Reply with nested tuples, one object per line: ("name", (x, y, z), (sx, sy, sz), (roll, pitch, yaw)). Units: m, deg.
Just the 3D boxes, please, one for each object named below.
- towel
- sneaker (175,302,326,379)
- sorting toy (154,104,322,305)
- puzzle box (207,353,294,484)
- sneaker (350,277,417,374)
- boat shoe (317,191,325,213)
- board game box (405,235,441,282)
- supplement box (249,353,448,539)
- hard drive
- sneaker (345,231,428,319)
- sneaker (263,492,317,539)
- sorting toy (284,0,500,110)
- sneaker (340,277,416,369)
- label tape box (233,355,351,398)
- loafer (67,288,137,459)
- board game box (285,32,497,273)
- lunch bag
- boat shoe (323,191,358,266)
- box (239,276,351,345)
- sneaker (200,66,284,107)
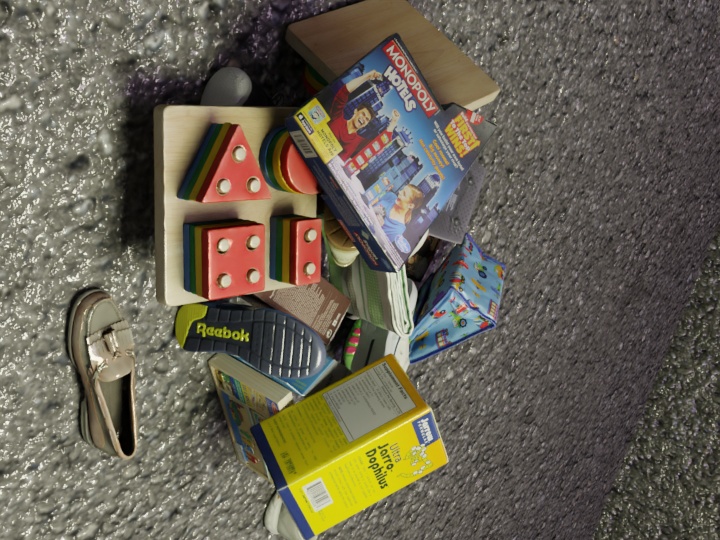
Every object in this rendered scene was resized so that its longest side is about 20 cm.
("towel", (0.000, 0.000, 1.134), (0.031, 0.200, 0.150), (-14, 104, -25))
("sneaker", (-0.121, 0.076, 1.041), (0.082, 0.199, 0.074), (6, 97, -63))
("sorting toy", (-0.111, -0.070, 0.922), (0.200, 0.069, 0.200), (-9, 105, -43))
("puzzle box", (-0.128, 0.209, 1.156), (0.025, 0.133, 0.201), (-40, 137, -34))
("sneaker", (0.036, 0.095, 1.188), (0.071, 0.073, 0.200), (63, 36, -34))
("boat shoe", (-0.041, -0.156, 1.130), (0.071, 0.064, 0.200), (39, 69, -19))
("board game box", (0.099, -0.095, 1.376), (0.135, 0.035, 0.201), (35, 80, -55))
("supplement box", (-0.013, 0.211, 1.060), (0.199, 0.109, 0.110), (-27, 130, -8))
("hard drive", (0.090, -0.127, 1.289), (0.200, 0.042, 0.135), (20, 89, -37))
("sneaker", (-0.002, -0.022, 1.253), (0.112, 0.073, 0.200), (21, 122, -26))
("sneaker", (-0.076, 0.322, 1.327), (0.076, 0.092, 0.201), (-6, 114, -53))
("sorting toy", (0.034, -0.237, 1.085), (0.200, 0.199, 0.070), (-31, 160, -38))
("sneaker", (0.021, 0.078, 1.354), (0.200, 0.077, 0.084), (-53, -177, -33))
("label tape box", (-0.083, 0.126, 1.159), (0.066, 0.143, 0.200), (-59, 145, -10))
("loafer", (-0.272, 0.117, 0.968), (0.072, 0.063, 0.201), (-26, 128, -45))
("board game box", (0.042, -0.137, 0.939), (0.200, 0.062, 0.200), (-42, 112, -20))
("lunch bag", (0.120, 0.064, 1.367), (0.200, 0.094, 0.151), (-42, -164, 35))
("boat shoe", (-0.016, -0.104, 1.065), (0.063, 0.073, 0.201), (105, -6, -63))
("box", (-0.106, 0.017, 1.106), (0.075, 0.100, 0.200), (-62, 146, -8))
("sneaker", (-0.138, -0.121, 1.001), (0.114, 0.075, 0.201), (11, 98, -53))
